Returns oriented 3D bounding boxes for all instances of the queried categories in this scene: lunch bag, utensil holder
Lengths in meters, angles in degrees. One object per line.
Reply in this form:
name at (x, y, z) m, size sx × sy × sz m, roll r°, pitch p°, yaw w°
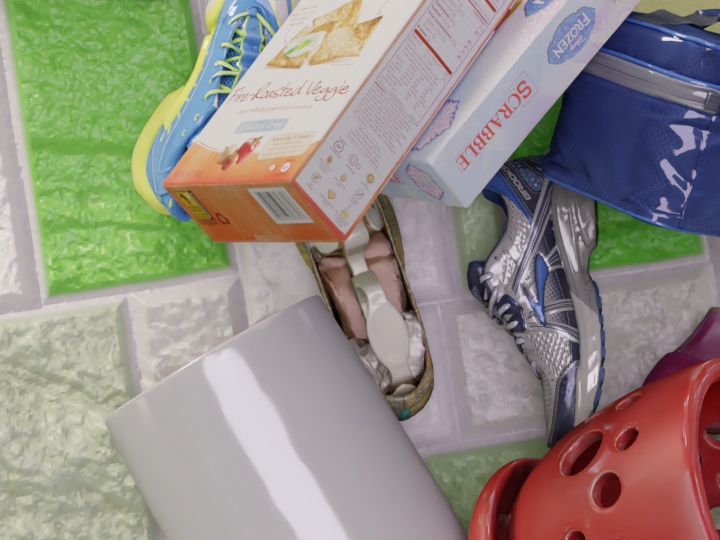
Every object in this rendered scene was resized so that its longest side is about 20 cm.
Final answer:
lunch bag at (0.226, -0.095, 1.668) m, size 0.200 × 0.136 × 0.133 m, roll 7°, pitch 104°, yaw -40°
utensil holder at (-0.043, 0.139, 1.661) m, size 0.170 × 0.170 × 0.200 m, roll -31°, pitch 88°, yaw -6°

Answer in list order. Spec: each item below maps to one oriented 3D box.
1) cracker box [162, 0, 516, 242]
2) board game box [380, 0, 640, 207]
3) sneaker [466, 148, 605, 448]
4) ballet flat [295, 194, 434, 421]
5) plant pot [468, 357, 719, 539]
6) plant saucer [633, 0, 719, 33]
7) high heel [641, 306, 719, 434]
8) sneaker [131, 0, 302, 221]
cracker box at (-0.013, -0.107, 1.609) m, size 0.058 × 0.134 × 0.200 m, roll 49°, pitch 62°, yaw -27°
board game box at (0.061, -0.131, 1.657) m, size 0.200 × 0.199 × 0.041 m, roll -50°, pitch 118°, yaw -17°
sneaker at (0.111, 0.020, 1.733) m, size 0.085 × 0.077 × 0.200 m, roll -3°, pitch 77°, yaw 0°
ballet flat at (0.000, 0.000, 1.724) m, size 0.071 × 0.071 × 0.200 m, roll -19°, pitch 87°, yaw -5°
plant pot at (0.175, 0.171, 1.609) m, size 0.182 × 0.200 × 0.201 m, roll -22°, pitch 88°, yaw 30°
plant saucer at (0.232, -0.218, 1.773) m, size 0.200 × 0.031 × 0.200 m, roll 0°, pitch 87°, yaw -4°
high heel at (0.275, 0.115, 1.731) m, size 0.200 × 0.067 × 0.096 m, roll 38°, pitch 75°, yaw 4°
sneaker at (-0.070, -0.112, 1.686) m, size 0.076 × 0.105 × 0.200 m, roll 24°, pitch 105°, yaw -23°
